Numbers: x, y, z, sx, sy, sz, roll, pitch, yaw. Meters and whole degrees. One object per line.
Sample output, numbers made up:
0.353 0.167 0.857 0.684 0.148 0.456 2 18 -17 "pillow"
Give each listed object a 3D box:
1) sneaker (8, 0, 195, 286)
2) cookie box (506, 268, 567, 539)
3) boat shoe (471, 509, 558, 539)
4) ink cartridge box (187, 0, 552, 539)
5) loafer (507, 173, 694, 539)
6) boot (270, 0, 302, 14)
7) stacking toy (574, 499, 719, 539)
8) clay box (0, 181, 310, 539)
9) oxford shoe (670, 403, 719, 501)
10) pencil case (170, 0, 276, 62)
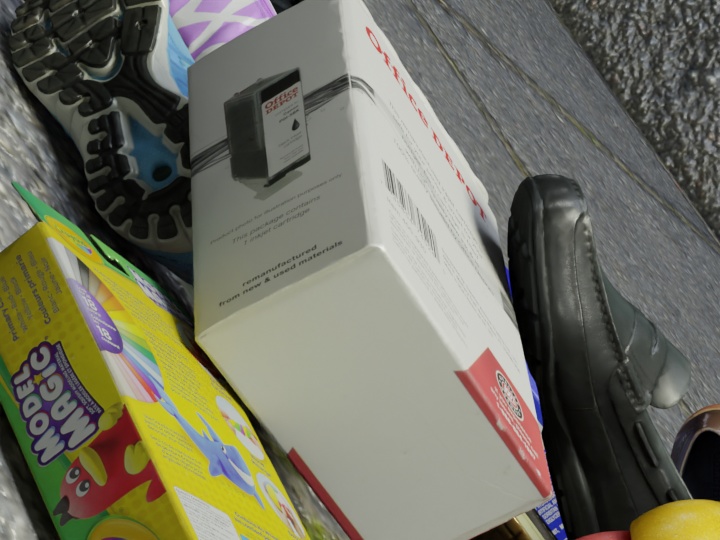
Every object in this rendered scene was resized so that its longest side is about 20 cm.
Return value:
-0.102 -0.065 1.190 0.090 0.078 0.200 62 5 -51 "sneaker"
0.073 0.068 1.380 0.200 0.075 0.171 53 12 4 "cookie box"
0.041 0.086 1.182 0.200 0.073 0.065 51 44 -3 "boat shoe"
0.000 0.000 1.054 0.147 0.083 0.200 55 16 -31 "ink cartridge box"
0.109 0.042 1.143 0.068 0.070 0.201 -105 -179 -60 "loafer"
-0.010 -0.114 1.609 0.200 0.076 0.168 41 18 -18 "boot"
0.136 0.146 1.082 0.146 0.200 0.146 49 12 -14 "stacking toy"
-0.073 0.067 0.909 0.115 0.048 0.200 40 14 -50 "clay box"
0.185 0.172 1.358 0.073 0.071 0.200 -3 88 -75 "oxford shoe"
-0.058 -0.102 1.379 0.084 0.085 0.200 31 24 -55 "pencil case"
